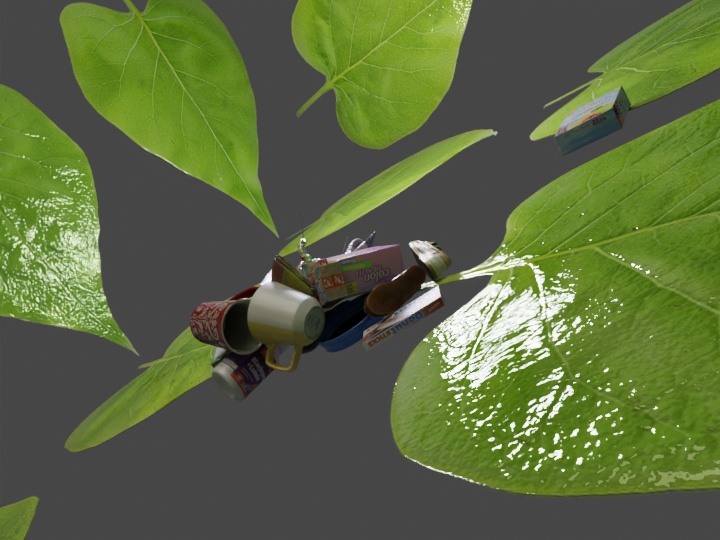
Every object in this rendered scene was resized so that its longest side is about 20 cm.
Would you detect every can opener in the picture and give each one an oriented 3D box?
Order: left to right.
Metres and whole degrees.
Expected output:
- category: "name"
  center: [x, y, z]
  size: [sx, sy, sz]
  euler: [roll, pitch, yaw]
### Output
- category: "can opener"
  center: [-0.098, 0.145, 1.433]
  size: [0.199, 0.067, 0.052]
  euler: [-35, 7, -33]

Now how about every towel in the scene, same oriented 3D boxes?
- category: "towel"
  center: [-0.177, 0.063, 1.420]
  size: [0.023, 0.143, 0.202]
  euler: [-39, -21, -35]

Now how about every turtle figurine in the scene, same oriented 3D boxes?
- category: "turtle figurine"
  center: [-0.125, -0.039, 1.695]
  size: [0.140, 0.205, 0.194]
  euler: [1, -16, -16]

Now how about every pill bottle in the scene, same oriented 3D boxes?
- category: "pill bottle"
  center: [-0.281, 0.236, 1.430]
  size: [0.200, 0.113, 0.110]
  euler: [-44, 17, -32]

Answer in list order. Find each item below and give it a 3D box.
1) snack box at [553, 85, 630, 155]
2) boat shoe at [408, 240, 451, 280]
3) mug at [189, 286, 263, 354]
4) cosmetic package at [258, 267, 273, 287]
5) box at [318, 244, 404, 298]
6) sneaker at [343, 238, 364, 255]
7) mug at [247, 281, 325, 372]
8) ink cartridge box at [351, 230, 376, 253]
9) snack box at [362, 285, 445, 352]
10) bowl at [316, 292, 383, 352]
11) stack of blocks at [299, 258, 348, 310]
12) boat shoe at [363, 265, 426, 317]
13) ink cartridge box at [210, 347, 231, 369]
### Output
- category: "snack box"
  center: [0.640, -0.413, 1.510]
  size: [0.167, 0.068, 0.200]
  euler: [-24, 16, 41]
- category: "boat shoe"
  center: [0.174, -0.034, 1.358]
  size: [0.065, 0.075, 0.200]
  euler: [-30, 24, 1]
- category: "mug"
  center: [-0.330, 0.132, 1.413]
  size: [0.197, 0.137, 0.176]
  euler: [-3, 17, 46]
- category: "cosmetic package"
  center: [-0.276, 0.111, 1.695]
  size: [0.050, 0.205, 0.151]
  euler: [9, 22, 2]
- category: "box"
  center: [0.000, 0.000, 1.448]
  size: [0.172, 0.099, 0.199]
  euler: [-14, 6, -17]
- category: "sneaker"
  center: [-0.040, -0.032, 1.845]
  size: [0.088, 0.081, 0.201]
  euler: [-33, 13, 40]
- category: "mug"
  center: [-0.165, 0.130, 1.329]
  size: [0.150, 0.191, 0.149]
  euler: [9, 30, 33]
- category: "ink cartridge box"
  center: [-0.023, -0.011, 1.648]
  size: [0.199, 0.047, 0.198]
  euler: [-39, -10, -13]
- category: "snack box"
  center: [0.091, 0.103, 1.173]
  size: [0.198, 0.025, 0.072]
  euler: [-33, 12, 12]
- category: "bowl"
  center: [-0.019, 0.125, 1.334]
  size: [0.198, 0.040, 0.201]
  euler: [-33, 14, 9]
- category: "stack of blocks"
  center: [-0.098, 0.035, 1.384]
  size: [0.057, 0.118, 0.200]
  euler: [-15, -8, -21]
- category: "boat shoe"
  center: [0.075, 0.058, 1.263]
  size: [0.198, 0.071, 0.070]
  euler: [-28, -10, -40]
- category: "ink cartridge box"
  center: [-0.371, 0.263, 1.573]
  size: [0.059, 0.105, 0.200]
  euler: [-34, 13, -5]
